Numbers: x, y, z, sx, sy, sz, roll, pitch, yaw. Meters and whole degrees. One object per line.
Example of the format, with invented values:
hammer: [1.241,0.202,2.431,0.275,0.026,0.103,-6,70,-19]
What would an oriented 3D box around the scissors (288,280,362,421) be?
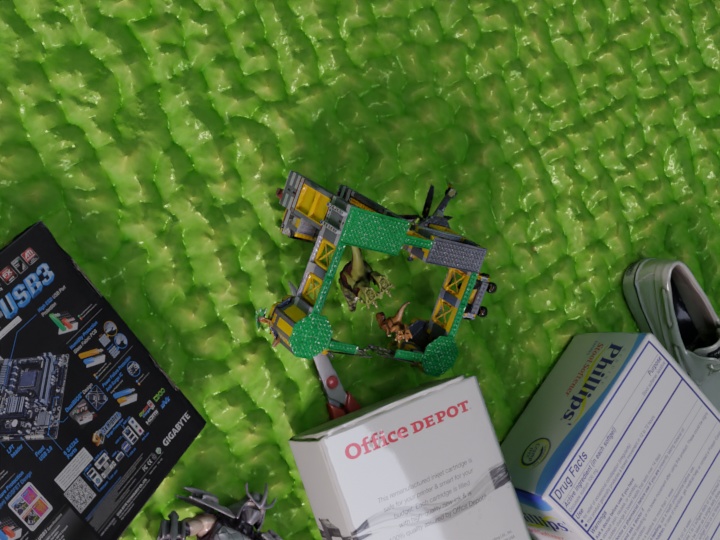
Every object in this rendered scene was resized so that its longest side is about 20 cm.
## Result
scissors: [-0.024,0.107,0.905,0.073,0.014,0.200,-41,107,-22]

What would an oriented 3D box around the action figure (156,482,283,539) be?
action figure: [-0.116,0.251,0.819,0.130,0.069,0.200,35,69,-16]

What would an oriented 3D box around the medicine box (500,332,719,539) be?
medicine box: [0.241,0.187,0.990,0.200,0.103,0.182,45,68,-17]

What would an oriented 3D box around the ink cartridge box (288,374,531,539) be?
ink cartridge box: [0.047,0.200,0.874,0.145,0.083,0.201,-19,89,-23]

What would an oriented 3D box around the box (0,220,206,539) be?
box: [-0.225,0.099,0.740,0.199,0.050,0.200,52,41,-14]

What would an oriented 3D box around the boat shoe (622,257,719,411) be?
boat shoe: [0.330,0.074,1.063,0.072,0.066,0.201,-31,101,-26]

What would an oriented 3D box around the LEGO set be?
LEGO set: [0.000,0.000,0.889,0.199,0.116,0.154,3,109,-34]
